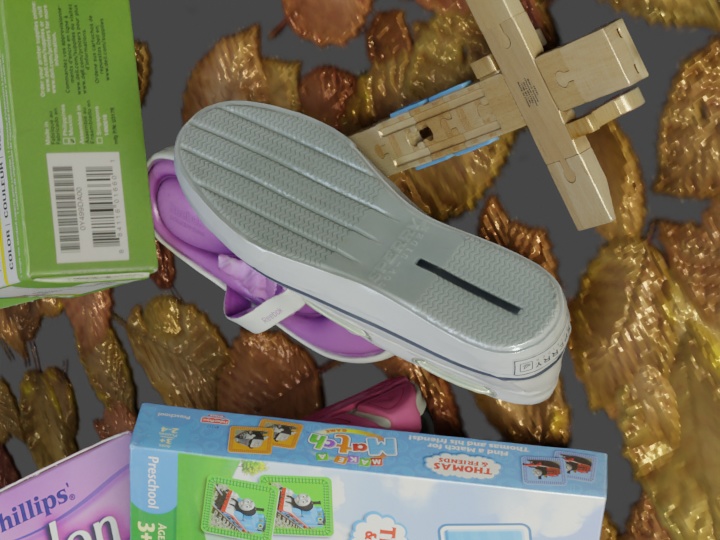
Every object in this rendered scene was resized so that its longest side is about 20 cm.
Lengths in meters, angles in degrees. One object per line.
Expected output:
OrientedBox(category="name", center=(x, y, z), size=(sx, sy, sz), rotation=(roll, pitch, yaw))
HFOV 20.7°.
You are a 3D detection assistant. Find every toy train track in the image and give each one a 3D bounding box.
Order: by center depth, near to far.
OrientedBox(category="toy train track", center=(0.056, -0.069, 0.797), size=(0.200, 0.033, 0.115), rotation=(-16, 102, 60))

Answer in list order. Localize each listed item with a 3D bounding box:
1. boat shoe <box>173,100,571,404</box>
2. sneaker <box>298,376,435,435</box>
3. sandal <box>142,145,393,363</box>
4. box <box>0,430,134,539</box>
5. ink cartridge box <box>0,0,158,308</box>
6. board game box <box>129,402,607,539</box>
OrientedBox(category="boat shoe", center=(0.000, 0.000, 0.848), size=(0.200, 0.074, 0.067), rotation=(35, 155, 26))
OrientedBox(category="sneaker", center=(-0.011, 0.112, 0.941), size=(0.087, 0.074, 0.200), rotation=(65, 150, 6))
OrientedBox(category="sandal", center=(-0.051, -0.002, 0.951), size=(0.203, 0.050, 0.082), rotation=(23, 125, 45))
OrientedBox(category="box", center=(-0.103, 0.189, 1.010), size=(0.200, 0.097, 0.176), rotation=(64, -178, 6))
OrientedBox(category="ink cartridge box", center=(-0.193, -0.055, 1.061), size=(0.200, 0.076, 0.148), rotation=(-13, 82, 55))
OrientedBox(category="board game box", center=(0.000, 0.138, 0.863), size=(0.200, 0.037, 0.151), rotation=(5, 121, 3))
